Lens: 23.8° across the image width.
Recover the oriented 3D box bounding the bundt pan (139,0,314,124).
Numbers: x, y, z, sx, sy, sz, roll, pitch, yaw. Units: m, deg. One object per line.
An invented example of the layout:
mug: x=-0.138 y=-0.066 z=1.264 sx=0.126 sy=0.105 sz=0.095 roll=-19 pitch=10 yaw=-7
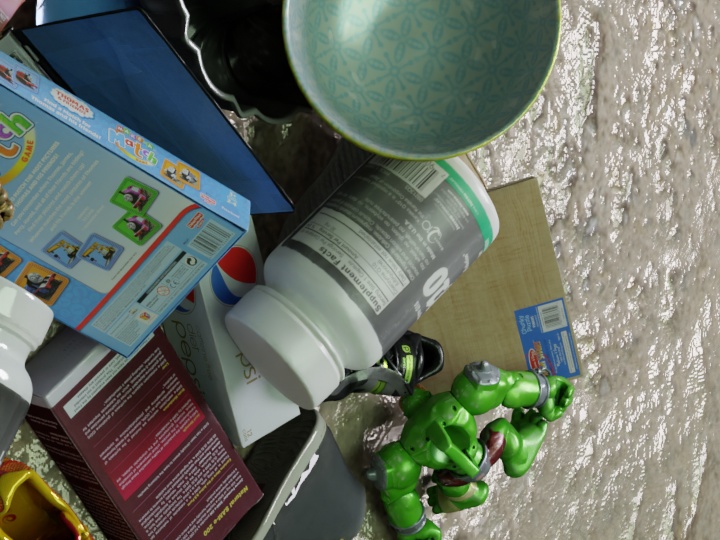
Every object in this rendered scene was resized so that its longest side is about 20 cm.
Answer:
bundt pan: x=-0.088 y=-0.208 z=1.246 sx=0.201 sy=0.075 sz=0.204 roll=-6 pitch=98 yaw=-51

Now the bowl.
bowl: x=0.041 y=-0.172 z=1.246 sx=0.198 sy=0.108 sz=0.203 roll=0 pitch=85 yaw=-3

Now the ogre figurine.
ogre figurine: x=0.086 y=0.149 z=1.470 sx=0.120 sy=0.199 sz=0.099 roll=42 pitch=25 yaw=-44

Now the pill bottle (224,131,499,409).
pill bottle: x=0.000 y=0.000 z=1.271 sx=0.200 sy=0.113 sz=0.114 roll=-44 pitch=124 yaw=-16

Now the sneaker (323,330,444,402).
sneaker: x=0.006 y=0.069 z=1.385 sx=0.199 sy=0.082 sz=0.072 roll=2 pitch=83 yaw=-61

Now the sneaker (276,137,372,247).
sneaker: x=0.016 y=-0.050 z=1.391 sx=0.114 sy=0.073 sz=0.201 roll=23 pitch=102 yaw=-50

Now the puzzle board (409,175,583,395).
puzzle board: x=0.101 y=0.026 z=1.478 sx=0.149 sy=0.017 sz=0.202 roll=-16 pitch=117 yaw=2

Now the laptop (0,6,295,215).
laptop: x=-0.185 y=-0.061 z=1.142 sx=0.200 sy=0.116 sz=0.188 roll=-40 pitch=124 yaw=-3

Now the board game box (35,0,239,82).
board game box: x=-0.170 y=-0.180 z=1.244 sx=0.199 sy=0.039 sz=0.160 roll=0 pitch=94 yaw=-51

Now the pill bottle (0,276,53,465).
pill bottle: x=-0.285 y=0.098 z=1.116 sx=0.116 sy=0.116 sz=0.202 roll=36 pitch=71 yaw=-40

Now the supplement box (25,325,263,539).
supplement box: x=-0.165 y=0.128 z=1.273 sx=0.109 sy=0.061 sz=0.201 roll=-45 pitch=123 yaw=-29

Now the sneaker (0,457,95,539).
sneaker: x=-0.219 y=0.205 z=1.217 sx=0.073 sy=0.077 sz=0.200 roll=-58 pitch=139 yaw=-22

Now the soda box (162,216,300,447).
soda box: x=-0.110 y=0.028 z=1.306 sx=0.063 sy=0.068 sz=0.202 roll=-28 pitch=114 yaw=-36

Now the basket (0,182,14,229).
basket: x=-0.329 y=-0.049 z=0.994 sx=0.149 sy=0.199 sz=0.144 roll=-45 pitch=125 yaw=-29

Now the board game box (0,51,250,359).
board game box: x=-0.196 y=-0.039 z=1.130 sx=0.199 sy=0.151 sz=0.037 roll=30 pitch=36 yaw=-23

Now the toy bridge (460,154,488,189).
toy bridge: x=0.088 y=-0.044 z=1.487 sx=0.027 sy=0.067 sz=0.202 roll=-27 pitch=113 yaw=-38

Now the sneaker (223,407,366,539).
sneaker: x=-0.065 y=0.218 z=1.369 sx=0.201 sy=0.074 sz=0.107 roll=-54 pitch=125 yaw=-26

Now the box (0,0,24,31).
box: x=-0.292 y=-0.245 z=1.073 sx=0.200 sy=0.099 sz=0.096 roll=48 pitch=64 yaw=-37
